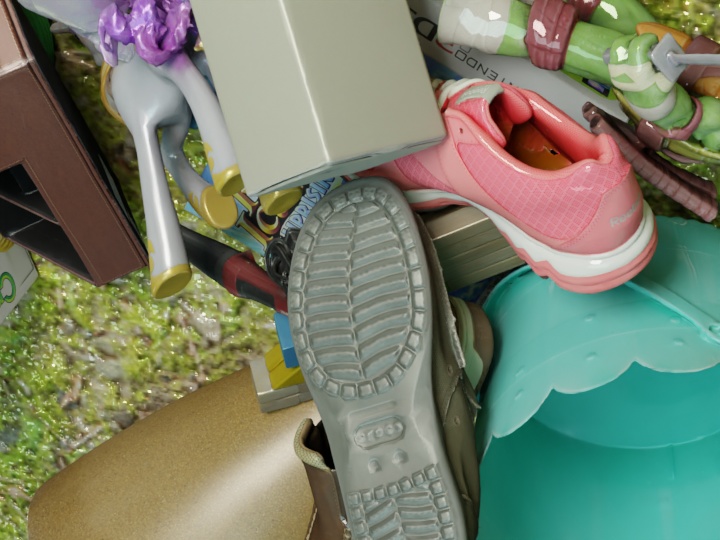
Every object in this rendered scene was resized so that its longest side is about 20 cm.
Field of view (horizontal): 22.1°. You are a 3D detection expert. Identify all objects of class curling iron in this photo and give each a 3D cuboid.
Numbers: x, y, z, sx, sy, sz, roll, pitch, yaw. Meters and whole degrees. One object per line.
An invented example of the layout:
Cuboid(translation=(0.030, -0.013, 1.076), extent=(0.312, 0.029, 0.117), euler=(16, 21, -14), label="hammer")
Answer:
Cuboid(translation=(-0.063, -0.007, 0.993), extent=(0.025, 0.200, 0.050), euler=(0, 98, -28), label="curling iron")

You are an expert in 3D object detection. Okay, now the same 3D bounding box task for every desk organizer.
Cuboid(translation=(-0.185, -0.062, 0.991), extent=(0.077, 0.072, 0.200), euler=(-25, 147, -2), label="desk organizer")

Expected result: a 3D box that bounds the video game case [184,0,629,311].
Cuboid(translation=(0.023, -0.065, 1.003), extent=(0.181, 0.046, 0.200), euler=(32, 126, -1), label="video game case")

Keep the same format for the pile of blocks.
Cuboid(translation=(0.000, 0.000, 0.981), extent=(0.200, 0.062, 0.082), euler=(-36, 145, 29), label="pile of blocks")

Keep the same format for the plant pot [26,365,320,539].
Cuboid(translation=(-0.062, 0.138, 1.096), extent=(0.200, 0.187, 0.186), euler=(-41, 103, 17), label="plant pot")

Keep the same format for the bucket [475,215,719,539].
Cuboid(translation=(0.151, 0.080, 0.972), extent=(0.205, 0.135, 0.208), euler=(2, 130, 2), label="bucket")

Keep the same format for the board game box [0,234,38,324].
Cuboid(translation=(-0.259, 0.003, 1.045), extent=(0.034, 0.200, 0.127), euler=(-8, 119, 22), label="board game box")

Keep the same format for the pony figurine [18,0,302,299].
Cuboid(translation=(-0.099, -0.116, 0.935), extent=(0.201, 0.166, 0.193), euler=(62, 145, 18), label="pony figurine")

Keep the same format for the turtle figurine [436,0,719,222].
Cuboid(translation=(0.146, -0.130, 0.859), extent=(0.193, 0.144, 0.200), euler=(24, 161, 15), label="turtle figurine")

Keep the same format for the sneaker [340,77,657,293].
Cuboid(translation=(0.055, -0.068, 0.884), extent=(0.199, 0.074, 0.087), euler=(26, 152, 29), label="sneaker")

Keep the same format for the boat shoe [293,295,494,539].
Cuboid(translation=(-0.004, 0.098, 0.972), extent=(0.074, 0.075, 0.203), euler=(13, 110, -26), label="boat shoe")

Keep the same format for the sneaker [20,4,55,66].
Cuboid(translation=(-0.220, -0.144, 1.010), extent=(0.077, 0.085, 0.201), euler=(10, 125, 12), label="sneaker")

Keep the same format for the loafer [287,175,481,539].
Cuboid(translation=(0.016, 0.055, 0.892), extent=(0.075, 0.070, 0.202), euler=(-10, 84, 19), label="loafer")

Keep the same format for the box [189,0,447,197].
Cuboid(translation=(-0.034, -0.142, 0.846), extent=(0.068, 0.082, 0.201), euler=(-16, 88, 49), label="box")

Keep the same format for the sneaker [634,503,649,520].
Cuboid(translation=(0.094, 0.197, 1.076), extent=(0.199, 0.075, 0.085), euler=(-27, 133, -15), label="sneaker")
